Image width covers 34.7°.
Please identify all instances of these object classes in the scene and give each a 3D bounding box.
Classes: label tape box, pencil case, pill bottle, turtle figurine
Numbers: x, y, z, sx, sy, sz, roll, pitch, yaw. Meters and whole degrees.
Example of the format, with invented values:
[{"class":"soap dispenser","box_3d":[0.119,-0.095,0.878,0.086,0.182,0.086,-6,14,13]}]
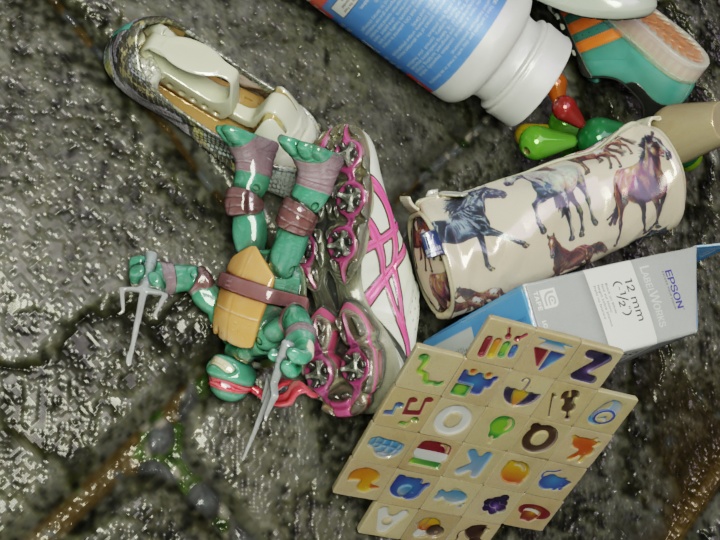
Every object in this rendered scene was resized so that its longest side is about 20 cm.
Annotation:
[{"class":"label tape box","box_3d":[0.165,0.043,0.837,0.198,0.143,0.067,-9,76,-29]},{"class":"pencil case","box_3d":[0.130,-0.040,0.810,0.198,0.078,0.090,-21,107,-8]},{"class":"pill bottle","box_3d":[0.061,-0.201,0.889,0.199,0.112,0.113,35,60,-11]},{"class":"turtle figurine","box_3d":[-0.077,0.012,0.752,0.148,0.101,0.203,14,88,22]}]

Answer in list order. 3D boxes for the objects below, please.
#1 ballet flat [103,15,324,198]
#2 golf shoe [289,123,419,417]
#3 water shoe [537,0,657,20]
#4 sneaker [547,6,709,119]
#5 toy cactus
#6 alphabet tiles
[{"class":"ballet flat","box_3d":[-0.086,-0.113,0.809,0.199,0.072,0.073,31,61,-15]},{"class":"golf shoe","box_3d":[0.000,0.000,0.812,0.092,0.072,0.203,3,83,-53]},{"class":"water shoe","box_3d":[0.152,-0.260,0.919,0.199,0.080,0.071,33,33,33]},{"class":"sneaker","box_3d":[0.201,-0.208,0.991,0.071,0.080,0.200,-20,60,-46]},{"class":"toy cactus","box_3d":[0.223,-0.108,0.908,0.198,0.164,0.104,13,77,-33]},{"class":"alphabet tiles","box_3d":[0.081,0.114,0.753,0.165,0.201,0.006,14,34,-22]}]
